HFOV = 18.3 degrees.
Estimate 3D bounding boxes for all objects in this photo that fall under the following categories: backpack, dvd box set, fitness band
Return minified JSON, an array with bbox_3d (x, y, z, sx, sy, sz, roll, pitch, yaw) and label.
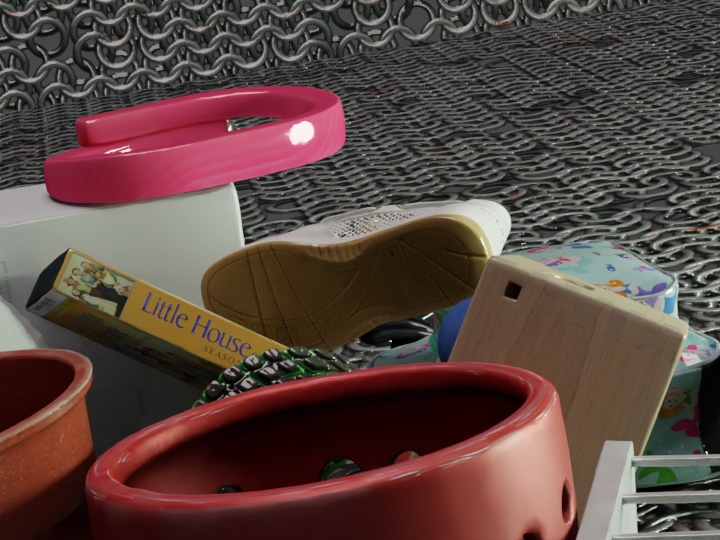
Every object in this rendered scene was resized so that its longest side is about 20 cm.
[{"bbox_3d":[0.103,0.069,1.313,0.198,0.152,0.178,-16,15,-9],"label":"backpack"},{"bbox_3d":[-0.093,0.046,1.299,0.199,0.030,0.146,25,-11,-12],"label":"dvd box set"},{"bbox_3d":[-0.106,-0.080,1.420,0.199,0.038,0.143,-16,18,-27],"label":"fitness band"}]

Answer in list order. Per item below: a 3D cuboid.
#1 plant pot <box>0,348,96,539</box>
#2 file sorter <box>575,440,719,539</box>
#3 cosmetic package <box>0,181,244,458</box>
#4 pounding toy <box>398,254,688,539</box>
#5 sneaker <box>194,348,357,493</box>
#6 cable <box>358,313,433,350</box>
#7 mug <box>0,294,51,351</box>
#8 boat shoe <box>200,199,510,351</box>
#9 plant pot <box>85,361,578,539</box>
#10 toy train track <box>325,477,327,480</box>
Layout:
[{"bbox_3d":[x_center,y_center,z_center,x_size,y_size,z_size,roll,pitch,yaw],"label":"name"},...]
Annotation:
[{"bbox_3d":[-0.185,0.160,0.969,0.199,0.197,0.201,-15,12,3],"label":"plant pot"},{"bbox_3d":[0.150,0.166,0.894,0.123,0.140,0.200,-2,15,13],"label":"file sorter"},{"bbox_3d":[-0.165,0.047,1.428,0.198,0.201,0.123,-9,13,-5],"label":"cosmetic package"},{"bbox_3d":[0.068,0.088,1.128,0.141,0.185,0.200,22,4,7],"label":"pounding toy"},{"bbox_3d":[-0.076,0.116,1.205,0.199,0.078,0.085,-35,-20,-11],"label":"sneaker"},{"bbox_3d":[0.095,0.056,1.492,0.198,0.051,0.163,7,16,-14],"label":"cable"},{"bbox_3d":[-0.235,0.062,1.273,0.147,0.201,0.175,-15,-29,16],"label":"mug"},{"bbox_3d":[0.000,0.000,1.305,0.199,0.071,0.069,-10,16,31],"label":"boat shoe"},{"bbox_3d":[0.000,0.148,0.925,0.199,0.184,0.200,-12,8,2],"label":"plant pot"},{"bbox_3d":[0.009,0.110,1.418,0.114,0.033,0.200,-2,14,30],"label":"toy train track"}]
